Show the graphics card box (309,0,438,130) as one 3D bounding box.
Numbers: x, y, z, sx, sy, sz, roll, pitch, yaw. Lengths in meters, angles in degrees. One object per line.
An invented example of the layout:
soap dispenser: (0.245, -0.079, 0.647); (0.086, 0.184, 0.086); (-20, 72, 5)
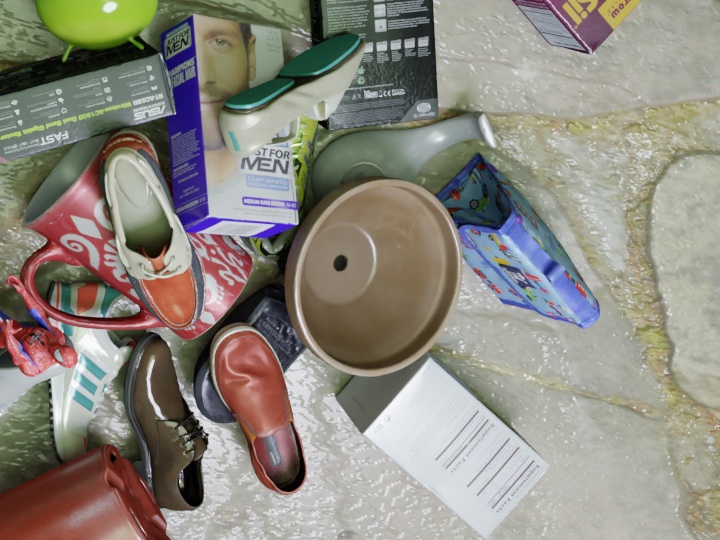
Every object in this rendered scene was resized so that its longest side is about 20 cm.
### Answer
graphics card box: (0.013, -0.250, 1.571); (0.124, 0.051, 0.202); (-9, 106, -15)

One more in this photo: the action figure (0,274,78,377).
action figure: (-0.352, 0.039, 1.452); (0.065, 0.198, 0.100); (-53, 152, -36)

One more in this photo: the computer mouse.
computer mouse: (-0.102, 0.075, 1.625); (0.200, 0.053, 0.139); (-45, 121, -10)

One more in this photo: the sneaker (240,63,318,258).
sneaker: (-0.076, -0.108, 1.567); (0.075, 0.076, 0.202); (2, 105, -18)

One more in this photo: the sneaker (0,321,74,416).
sneaker: (-0.364, 0.108, 1.524); (0.198, 0.071, 0.081); (-14, 125, 18)

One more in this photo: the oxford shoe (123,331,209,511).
oxford shoe: (-0.192, 0.157, 1.589); (0.073, 0.084, 0.202); (-40, 130, -50)

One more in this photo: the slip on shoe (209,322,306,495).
slip on shoe: (-0.099, 0.144, 1.581); (0.074, 0.061, 0.202); (-24, 114, -18)

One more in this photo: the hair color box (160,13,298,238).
hair color box: (-0.127, -0.138, 1.491); (0.109, 0.065, 0.202); (3, 75, -40)

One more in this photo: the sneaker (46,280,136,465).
sneaker: (-0.272, 0.108, 1.567); (0.092, 0.070, 0.202); (-3, 102, -11)

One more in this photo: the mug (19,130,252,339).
mug: (-0.228, -0.021, 1.518); (0.200, 0.134, 0.177); (40, 109, -21)

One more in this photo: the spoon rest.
spoon rest: (0.044, -0.115, 1.621); (0.198, 0.061, 0.100); (-22, 109, 4)

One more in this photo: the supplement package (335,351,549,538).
supplement package: (0.089, 0.176, 1.675); (0.200, 0.114, 0.110); (42, 91, -24)

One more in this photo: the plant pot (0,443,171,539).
plant pot: (-0.297, 0.283, 1.526); (0.194, 0.201, 0.202); (-30, 111, 0)

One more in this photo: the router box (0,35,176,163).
router box: (-0.284, -0.161, 1.448); (0.198, 0.150, 0.063); (-16, 109, -11)

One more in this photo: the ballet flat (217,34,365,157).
ballet flat: (-0.062, -0.165, 1.479); (0.200, 0.069, 0.070); (-35, 116, -39)

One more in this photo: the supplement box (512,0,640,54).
supplement box: (0.198, -0.339, 1.575); (0.131, 0.103, 0.200); (-47, 113, -2)

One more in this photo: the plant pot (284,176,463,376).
plant pot: (0.000, 0.000, 1.576); (0.199, 0.092, 0.203); (-7, 104, -29)

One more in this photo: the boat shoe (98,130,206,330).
boat shoe: (-0.191, -0.029, 1.414); (0.070, 0.063, 0.202); (-15, 114, -1)

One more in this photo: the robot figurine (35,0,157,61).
robot figurine: (-0.249, -0.297, 1.425); (0.173, 0.116, 0.202); (-7, 86, 6)

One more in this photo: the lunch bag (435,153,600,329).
lunch bag: (0.171, -0.022, 1.600); (0.094, 0.200, 0.151); (-44, 112, -2)
